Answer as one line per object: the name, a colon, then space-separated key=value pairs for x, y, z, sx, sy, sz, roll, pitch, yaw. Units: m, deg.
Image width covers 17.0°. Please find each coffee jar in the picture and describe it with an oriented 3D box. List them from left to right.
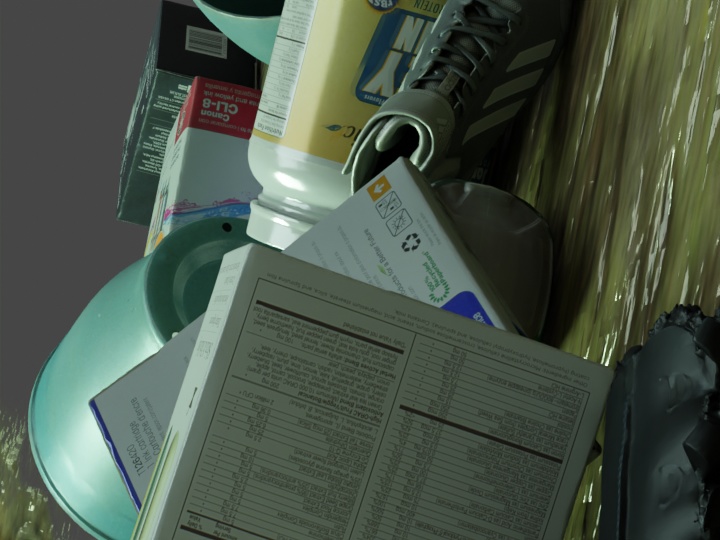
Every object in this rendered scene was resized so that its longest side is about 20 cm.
coffee jar: x=0.033 y=0.043 z=1.276 sx=0.200 sy=0.085 sz=0.105 roll=122 pitch=162 yaw=-58

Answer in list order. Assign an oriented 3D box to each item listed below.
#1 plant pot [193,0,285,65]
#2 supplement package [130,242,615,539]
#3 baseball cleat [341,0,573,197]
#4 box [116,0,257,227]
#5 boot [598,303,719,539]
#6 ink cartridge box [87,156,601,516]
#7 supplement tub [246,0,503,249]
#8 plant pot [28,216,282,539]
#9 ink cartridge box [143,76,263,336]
plant pot: x=-0.012 y=-0.207 z=1.663 sx=0.135 sy=0.199 sz=0.201 roll=58 pitch=-150 yaw=-47
supplement package: x=-0.012 y=0.109 z=0.955 sx=0.152 sy=0.150 sz=0.201 roll=170 pitch=118 yaw=-83
baseball cleat: x=0.055 y=-0.098 z=1.276 sx=0.201 sy=0.069 sz=0.106 roll=-65 pitch=-11 yaw=0
box: x=-0.198 y=-0.174 z=2.774 sx=0.200 sy=0.123 sz=0.198 roll=-94 pitch=19 yaw=-61
boot: x=0.099 y=0.114 z=0.847 sx=0.198 sy=0.073 sz=0.164 roll=129 pitch=151 yaw=-53
ink cartridge box: x=-0.012 y=0.073 z=1.127 sx=0.200 sy=0.047 sz=0.198 roll=-39 pitch=47 yaw=10
supplement tub: x=0.016 y=-0.103 z=1.397 sx=0.145 sy=0.144 sz=0.202 roll=-139 pitch=62 yaw=-79
plant pot: x=-0.106 y=0.068 z=1.636 sx=0.188 sy=0.199 sz=0.201 roll=124 pitch=158 yaw=-51
ink cartridge box: x=-0.091 y=-0.021 z=1.890 sx=0.145 sy=0.143 sz=0.202 roll=129 pitch=152 yaw=-67
